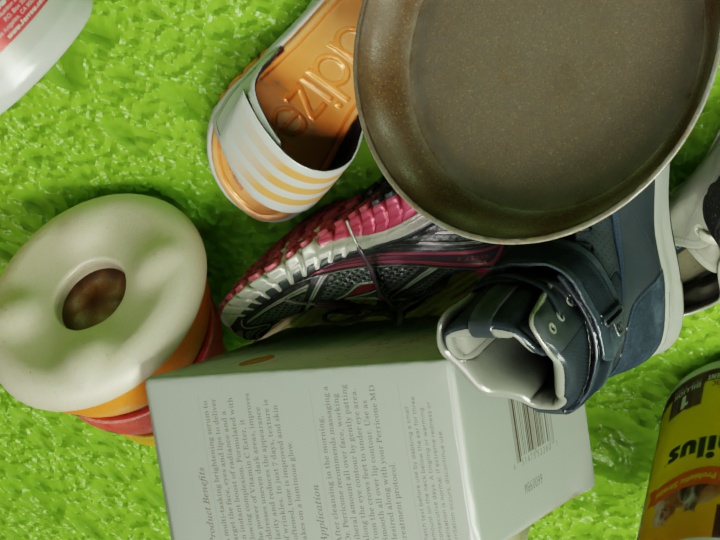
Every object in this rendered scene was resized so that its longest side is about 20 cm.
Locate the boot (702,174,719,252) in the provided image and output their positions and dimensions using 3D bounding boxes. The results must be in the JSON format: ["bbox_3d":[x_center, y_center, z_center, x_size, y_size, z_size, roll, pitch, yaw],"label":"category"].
[{"bbox_3d":[0.266,-0.027,0.934,0.199,0.132,0.070,-35,126,17],"label":"boot"}]

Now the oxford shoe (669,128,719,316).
[{"bbox_3d":[0.202,-0.036,1.032,0.075,0.058,0.200,35,131,-10],"label":"oxford shoe"}]

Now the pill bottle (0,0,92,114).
[{"bbox_3d":[-0.244,-0.178,1.029,0.112,0.113,0.200,-26,118,36],"label":"pill bottle"}]

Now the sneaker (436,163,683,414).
[{"bbox_3d":[0.093,-0.029,0.985,0.076,0.146,0.204,-3,107,43],"label":"sneaker"}]

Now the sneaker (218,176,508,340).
[{"bbox_3d":[0.000,0.000,1.112,0.199,0.081,0.075,-25,103,36],"label":"sneaker"}]

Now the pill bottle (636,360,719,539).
[{"bbox_3d":[0.209,0.151,1.097,0.108,0.201,0.110,10,133,11],"label":"pill bottle"}]

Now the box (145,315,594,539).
[{"bbox_3d":[0.007,0.091,1.101,0.198,0.152,0.107,-6,97,32],"label":"box"}]

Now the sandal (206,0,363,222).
[{"bbox_3d":[-0.031,-0.089,1.068,0.079,0.059,0.207,31,134,-8],"label":"sandal"}]

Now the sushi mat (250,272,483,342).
[{"bbox_3d":[0.026,0.032,1.187,0.096,0.012,0.200,41,131,-17],"label":"sushi mat"}]

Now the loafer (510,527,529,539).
[{"bbox_3d":[0.079,0.146,1.233,0.068,0.076,0.200,23,139,-7],"label":"loafer"}]

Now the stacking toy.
[{"bbox_3d":[-0.124,0.062,1.211,0.145,0.147,0.200,-6,144,24],"label":"stacking toy"}]

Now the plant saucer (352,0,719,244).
[{"bbox_3d":[0.087,-0.110,0.945,0.199,0.202,0.032,-14,163,30],"label":"plant saucer"}]
